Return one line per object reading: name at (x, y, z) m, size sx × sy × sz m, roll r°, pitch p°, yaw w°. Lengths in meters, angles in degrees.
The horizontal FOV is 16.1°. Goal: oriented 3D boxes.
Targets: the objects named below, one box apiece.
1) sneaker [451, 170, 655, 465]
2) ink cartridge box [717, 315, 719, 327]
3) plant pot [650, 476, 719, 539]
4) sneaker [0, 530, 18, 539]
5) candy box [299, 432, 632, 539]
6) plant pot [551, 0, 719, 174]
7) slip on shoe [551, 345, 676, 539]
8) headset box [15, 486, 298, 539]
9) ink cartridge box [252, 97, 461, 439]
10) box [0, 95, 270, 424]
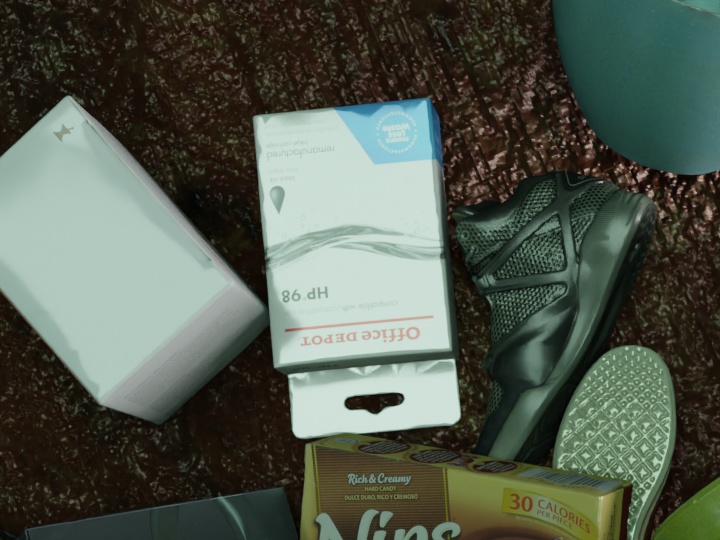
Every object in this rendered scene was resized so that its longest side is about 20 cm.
sneaker at (0.097, 0.029, 1.585) m, size 0.114 × 0.076 × 0.201 m, roll 23°, pitch 95°, yaw 21°
ink cartridge box at (0.312, 0.065, 1.522) m, size 0.084 × 0.145 × 0.200 m, roll -45°, pitch 81°, yaw 0°
plant pot at (0.273, 0.204, 1.496) m, size 0.200 × 0.200 × 0.194 m, roll -33°, pitch 73°, yaw 1°
sneaker at (-0.207, 0.235, 1.586) m, size 0.200 × 0.074 × 0.085 m, roll 43°, pitch 89°, yaw 8°
candy box at (0.060, 0.171, 1.537) m, size 0.199 × 0.056 × 0.118 m, roll 8°, pitch 98°, yaw 25°
plant pot at (0.201, -0.139, 1.550) m, size 0.199 × 0.200 × 0.135 m, roll 20°, pitch 122°, yaw 7°
slip on shoe at (0.153, 0.146, 1.569) m, size 0.074 × 0.061 × 0.202 m, roll 7°, pitch 87°, yaw 11°
headset box at (-0.115, 0.234, 1.517) m, size 0.173 × 0.093 × 0.201 m, roll -8°, pitch 70°, yaw -27°
ink cartridge box at (0.000, 0.000, 1.597) m, size 0.115 × 0.067 × 0.202 m, roll -6°, pitch 83°, yaw 4°
box at (-0.149, -0.001, 1.545) m, size 0.106 × 0.200 × 0.152 m, roll -42°, pitch 81°, yaw 0°
